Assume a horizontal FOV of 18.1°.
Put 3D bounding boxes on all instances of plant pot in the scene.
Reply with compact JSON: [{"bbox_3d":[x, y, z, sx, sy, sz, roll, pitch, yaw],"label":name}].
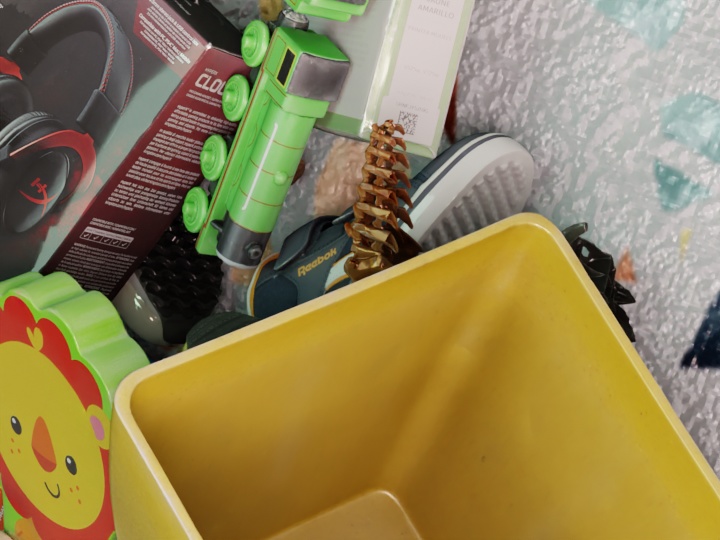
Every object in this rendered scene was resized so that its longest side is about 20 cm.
[{"bbox_3d":[0.015,0.130,0.886,0.200,0.200,0.176,58,150,17],"label":"plant pot"}]

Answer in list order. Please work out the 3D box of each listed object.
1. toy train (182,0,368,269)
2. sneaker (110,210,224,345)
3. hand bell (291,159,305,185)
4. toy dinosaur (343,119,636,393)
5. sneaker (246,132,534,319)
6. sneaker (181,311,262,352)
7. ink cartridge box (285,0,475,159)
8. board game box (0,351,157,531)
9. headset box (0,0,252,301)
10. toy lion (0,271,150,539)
[{"bbox_3d":[-0.034,-0.088,1.057,0.056,0.042,0.200,49,125,49],"label":"toy train"},{"bbox_3d":[-0.146,-0.017,1.223,0.093,0.070,0.200,-54,53,29],"label":"sneaker"},{"bbox_3d":[-0.103,-0.108,1.204,0.200,0.104,0.104,40,109,23],"label":"hand bell"},{"bbox_3d":[0.040,0.033,1.001,0.135,0.200,0.102,-4,51,26],"label":"toy dinosaur"},{"bbox_3d":[0.000,0.000,1.086,0.079,0.078,0.200,48,115,28],"label":"sneaker"},{"bbox_3d":[-0.034,0.112,1.055,0.200,0.078,0.090,64,161,-9],"label":"sneaker"},{"bbox_3d":[0.014,-0.162,1.083,0.145,0.048,0.201,23,98,67],"label":"ink cartridge box"},{"bbox_3d":[-0.139,0.147,1.180,0.196,0.056,0.201,34,111,39],"label":"board game box"},{"bbox_3d":[-0.146,-0.088,1.130,0.149,0.075,0.200,45,105,25],"label":"headset box"},{"bbox_3d":[-0.120,0.104,1.041,0.200,0.069,0.192,35,132,37],"label":"toy lion"}]
